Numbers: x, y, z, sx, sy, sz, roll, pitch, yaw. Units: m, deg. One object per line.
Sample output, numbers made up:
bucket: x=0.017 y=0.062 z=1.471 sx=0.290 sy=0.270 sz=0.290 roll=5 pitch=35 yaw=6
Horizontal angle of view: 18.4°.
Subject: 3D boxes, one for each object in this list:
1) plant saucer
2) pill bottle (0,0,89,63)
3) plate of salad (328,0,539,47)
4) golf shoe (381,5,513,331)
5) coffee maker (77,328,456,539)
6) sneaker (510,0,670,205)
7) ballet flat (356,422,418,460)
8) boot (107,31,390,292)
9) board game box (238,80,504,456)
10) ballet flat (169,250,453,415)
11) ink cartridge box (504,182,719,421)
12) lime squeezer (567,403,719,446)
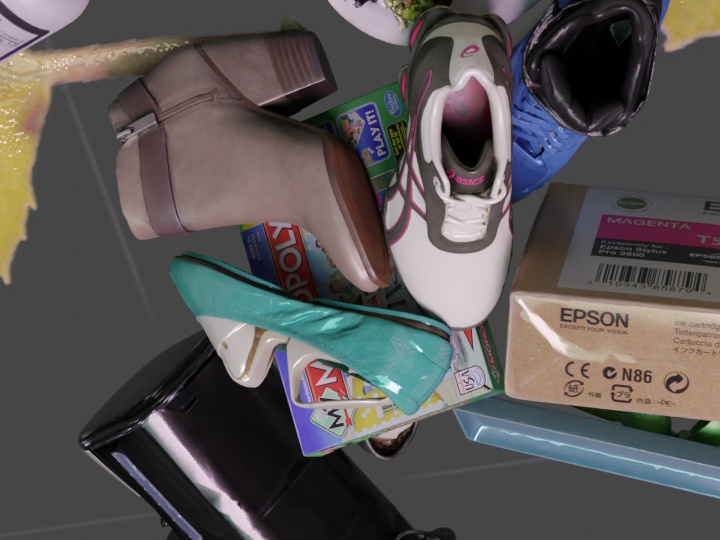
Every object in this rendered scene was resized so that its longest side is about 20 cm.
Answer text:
plant saucer: x=0.160 y=0.114 z=1.431 sx=0.200 sy=0.019 sz=0.070 roll=11 pitch=161 yaw=16
pill bottle: x=-0.233 y=-0.180 z=1.346 sx=0.200 sy=0.111 sz=0.111 roll=-26 pitch=109 yaw=24
plate of salad: x=0.060 y=-0.213 z=1.239 sx=0.200 sy=0.048 sz=0.200 roll=-15 pitch=124 yaw=-23
golf shoe: x=0.052 y=-0.047 z=1.263 sx=0.077 sy=0.088 sz=0.200 roll=-3 pitch=117 yaw=-2
coffee maker: x=-0.062 y=0.134 z=1.460 sx=0.192 sy=0.135 sz=0.200 roll=-32 pitch=105 yaw=30
sneaker: x=0.112 y=-0.100 z=1.305 sx=0.077 sy=0.111 sz=0.200 roll=35 pitch=120 yaw=-6
ballet flat: x=0.037 y=0.039 z=1.422 sx=0.068 sy=0.068 sz=0.200 roll=4 pitch=123 yaw=-16
boot: x=-0.073 y=-0.053 z=1.351 sx=0.146 sy=0.200 sz=0.070 roll=-22 pitch=151 yaw=12
board game box: x=0.000 y=0.000 z=1.376 sx=0.134 sy=0.029 sz=0.200 roll=-21 pitch=79 yaw=22
ballet flat: x=-0.042 y=0.043 z=1.334 sx=0.200 sy=0.070 sz=0.067 roll=15 pitch=166 yaw=27
ink cartridge box: x=0.195 y=0.019 z=1.318 sx=0.200 sy=0.165 sz=0.075 roll=5 pitch=117 yaw=10
lime squeezer: x=0.198 y=0.084 z=1.426 sx=0.200 sy=0.038 sz=0.071 roll=-9 pitch=118 yaw=20
